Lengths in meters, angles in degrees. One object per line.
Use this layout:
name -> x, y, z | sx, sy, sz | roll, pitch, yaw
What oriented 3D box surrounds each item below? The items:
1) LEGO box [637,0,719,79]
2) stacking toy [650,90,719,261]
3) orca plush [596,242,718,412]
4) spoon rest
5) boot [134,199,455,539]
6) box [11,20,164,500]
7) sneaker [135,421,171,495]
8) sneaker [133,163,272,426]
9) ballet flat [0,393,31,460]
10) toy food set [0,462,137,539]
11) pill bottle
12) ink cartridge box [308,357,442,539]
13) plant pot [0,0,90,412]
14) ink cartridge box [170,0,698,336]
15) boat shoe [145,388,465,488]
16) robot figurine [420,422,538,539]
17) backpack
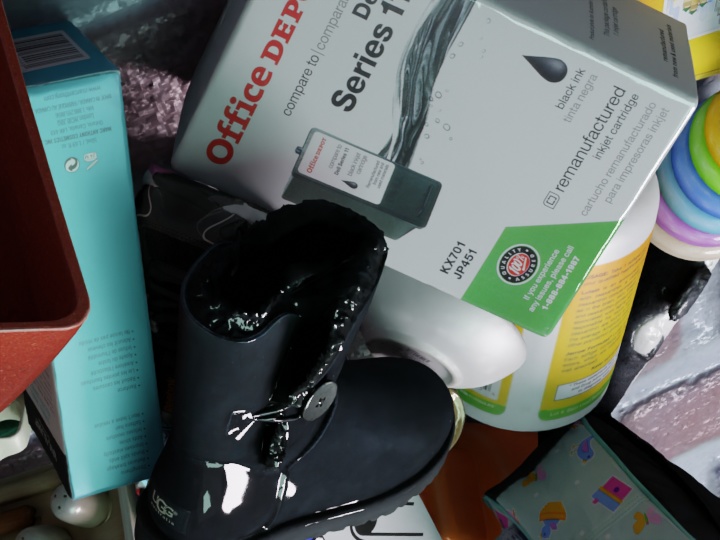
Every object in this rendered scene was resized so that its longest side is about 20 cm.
LEGO box -> 0.199, -0.183, 0.896 | 0.199, 0.077, 0.149 | -17, 139, -17
stacking toy -> 0.203, -0.066, 0.947 | 0.085, 0.086, 0.200 | -22, 171, -11
orca plush -> 0.161, 0.009, 1.104 | 0.200, 0.071, 0.105 | -61, 177, 37
spoon rest -> 0.000, 0.000, 0.930 | 0.199, 0.061, 0.099 | 31, 158, -17
boot -> -0.011, 0.043, 0.825 | 0.200, 0.076, 0.169 | -22, 143, -40
box -> -0.132, -0.004, 0.823 | 0.049, 0.082, 0.201 | -14, 118, -20
sneaker -> -0.080, 0.095, 1.032 | 0.200, 0.079, 0.096 | 32, 87, -45
sneaker -> -0.073, 0.026, 0.865 | 0.200, 0.080, 0.087 | 76, 35, -64
ballet flat -> -0.167, 0.063, 0.928 | 0.199, 0.071, 0.068 | -23, 138, -10
toy food set -> -0.194, 0.176, 0.926 | 0.199, 0.144, 0.060 | -19, 162, 20
pill bottle -> 0.100, -0.017, 0.979 | 0.111, 0.111, 0.201 | -13, 137, -21
ink cartridge box -> -0.018, 0.135, 1.012 | 0.094, 0.044, 0.201 | -42, 123, -25
plant pot -> -0.248, -0.006, 0.727 | 0.199, 0.201, 0.176 | -2, 145, -30
ink cartridge box -> 0.031, -0.080, 0.826 | 0.199, 0.083, 0.147 | 24, 121, -9
boat shoe -> -0.015, 0.103, 0.936 | 0.200, 0.063, 0.074 | -14, 107, -37
robot figurine -> 0.102, 0.161, 1.165 | 0.199, 0.117, 0.144 | 12, 109, -38
backpack -> 0.167, 0.193, 1.017 | 0.153, 0.200, 0.176 | -49, 127, -4
